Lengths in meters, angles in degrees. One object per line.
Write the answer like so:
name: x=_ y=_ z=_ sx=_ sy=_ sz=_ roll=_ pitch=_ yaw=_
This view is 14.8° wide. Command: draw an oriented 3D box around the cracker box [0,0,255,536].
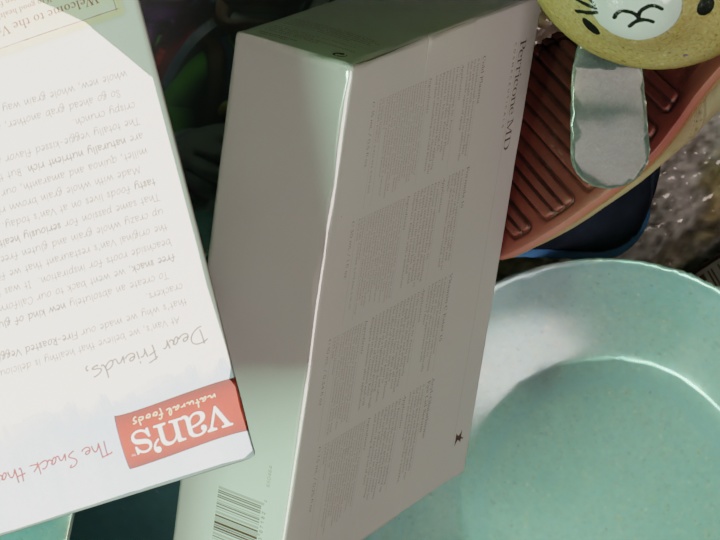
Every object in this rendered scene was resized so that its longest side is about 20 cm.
cracker box: x=-0.123 y=-0.020 z=0.861 sx=0.134 sy=0.058 sz=0.201 roll=-16 pitch=107 yaw=-10

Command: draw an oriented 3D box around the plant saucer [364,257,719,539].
plant saucer: x=0.100 y=0.096 z=1.150 sx=0.201 sy=0.201 sz=0.039 roll=-32 pitch=165 yaw=6

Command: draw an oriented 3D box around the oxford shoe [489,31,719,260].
oxford shoe: x=0.119 y=-0.071 z=1.082 sx=0.200 sy=0.071 sz=0.075 roll=-41 pitch=153 yaw=13

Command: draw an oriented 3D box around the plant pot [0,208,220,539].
plant pot: x=-0.116 y=0.061 z=1.035 sx=0.134 sy=0.200 sz=0.201 roll=17 pitch=129 yaw=22

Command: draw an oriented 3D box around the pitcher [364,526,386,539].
pitcher: x=-0.088 y=0.146 z=1.221 sx=0.171 sy=0.121 sz=0.200 roll=15 pitch=137 yaw=-18

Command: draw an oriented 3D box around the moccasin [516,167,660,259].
moccasin: x=0.037 y=-0.048 z=1.142 sx=0.200 sy=0.080 sz=0.068 roll=-5 pitch=126 yaw=-37

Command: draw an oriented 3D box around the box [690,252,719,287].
box: x=0.198 y=0.117 z=1.273 sx=0.166 sy=0.164 sz=0.200 roll=-34 pitch=133 yaw=8

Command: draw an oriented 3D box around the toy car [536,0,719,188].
toy car: x=0.095 y=-0.110 z=0.945 sx=0.164 sy=0.158 sz=0.200 roll=-8 pitch=127 yaw=22

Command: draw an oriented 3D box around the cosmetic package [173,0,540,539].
cosmetic package: x=0.000 y=0.000 z=1.015 sx=0.151 sy=0.052 sz=0.201 roll=-24 pitch=128 yaw=-56

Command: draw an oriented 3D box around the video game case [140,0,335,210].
video game case: x=-0.090 y=-0.103 z=0.999 sx=0.200 sy=0.023 sz=0.182 roll=17 pitch=120 yaw=-32
